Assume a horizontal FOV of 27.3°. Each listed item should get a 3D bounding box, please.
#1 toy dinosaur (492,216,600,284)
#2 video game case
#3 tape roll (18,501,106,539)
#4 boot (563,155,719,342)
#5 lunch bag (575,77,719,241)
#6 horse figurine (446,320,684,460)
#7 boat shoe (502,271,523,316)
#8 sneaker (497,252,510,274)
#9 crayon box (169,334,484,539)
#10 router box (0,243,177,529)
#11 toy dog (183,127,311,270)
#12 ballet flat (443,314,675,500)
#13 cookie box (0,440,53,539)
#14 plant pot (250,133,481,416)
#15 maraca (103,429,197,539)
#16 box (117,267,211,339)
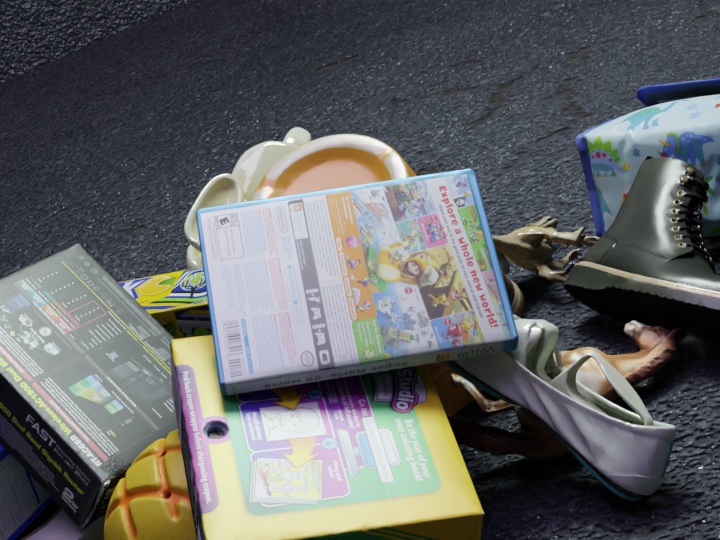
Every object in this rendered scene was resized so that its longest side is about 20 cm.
[{"bbox_3d":[0.145,-0.019,1.292,0.101,0.058,0.200,14,7,28],"label":"toy dinosaur"},{"bbox_3d":[-0.005,0.005,1.012,0.199,0.018,0.143,-9,58,-5],"label":"video game case"},{"bbox_3d":[-0.276,0.211,1.185,0.202,0.037,0.203,-17,21,7],"label":"tape roll"},{"bbox_3d":[0.255,-0.027,1.156,0.200,0.077,0.139,16,73,54],"label":"boot"},{"bbox_3d":[0.318,-0.108,1.325,0.170,0.128,0.200,-2,15,42],"label":"lunch bag"},{"bbox_3d":[0.135,0.090,1.088,0.132,0.050,0.200,14,33,35],"label":"horse figurine"},{"bbox_3d":[0.037,0.023,1.284,0.199,0.072,0.072,-3,58,26],"label":"boat shoe"},{"bbox_3d":[0.042,-0.009,1.364,0.199,0.082,0.075,-1,29,35],"label":"sneaker"},{"bbox_3d":[-0.028,0.119,0.980,0.172,0.058,0.200,-5,38,-11],"label":"crayon box"},{"bbox_3d":[-0.218,0.085,1.156,0.200,0.062,0.150,43,40,16],"label":"router box"},{"bbox_3d":[-0.102,-0.024,1.405,0.139,0.200,0.194,9,59,-9],"label":"toy dog"},{"bbox_3d":[0.131,0.073,1.007,0.200,0.070,0.069,38,53,26],"label":"ballet flat"},{"bbox_3d":[-0.323,0.159,1.194,0.171,0.075,0.200,-4,26,31],"label":"cookie box"},{"bbox_3d":[0.000,0.000,1.148,0.200,0.183,0.201,-10,53,13],"label":"plant pot"},{"bbox_3d":[-0.130,0.180,1.042,0.200,0.107,0.137,-40,22,-23],"label":"maraca"},{"bbox_3d":[-0.195,0.052,1.291,0.199,0.070,0.064,-11,31,11],"label":"box"}]
